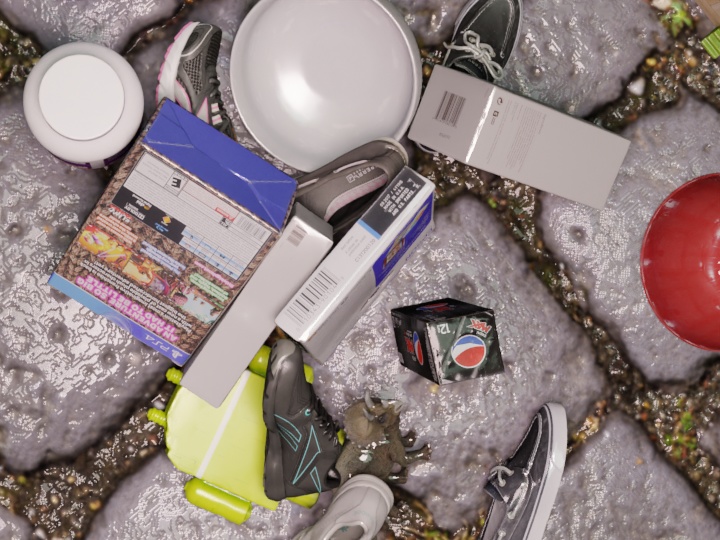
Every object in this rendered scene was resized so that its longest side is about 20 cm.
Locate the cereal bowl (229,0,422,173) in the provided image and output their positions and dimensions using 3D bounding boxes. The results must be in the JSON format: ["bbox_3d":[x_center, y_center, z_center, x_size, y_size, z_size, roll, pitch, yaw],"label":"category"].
[{"bbox_3d":[-0.030,-0.204,1.461,0.199,0.083,0.201,5,113,12],"label":"cereal bowl"}]

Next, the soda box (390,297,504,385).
[{"bbox_3d":[0.084,0.069,1.441,0.070,0.200,0.064,-11,94,-8],"label":"soda box"}]

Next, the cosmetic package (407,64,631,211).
[{"bbox_3d":[0.163,-0.134,1.454,0.199,0.107,0.085,17,99,-36],"label":"cosmetic package"}]

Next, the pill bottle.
[{"bbox_3d":[-0.265,-0.158,1.383,0.112,0.200,0.113,0,91,-9],"label":"pill bottle"}]

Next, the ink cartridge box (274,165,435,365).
[{"bbox_3d":[0.000,0.000,1.437,0.043,0.200,0.198,39,84,9],"label":"ink cartridge box"}]

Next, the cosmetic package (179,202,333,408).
[{"bbox_3d":[-0.100,0.033,1.405,0.051,0.083,0.200,33,100,-10],"label":"cosmetic package"}]

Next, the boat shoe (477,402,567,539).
[{"bbox_3d":[0.165,0.234,1.527,0.067,0.072,0.201,15,96,-10],"label":"boat shoe"}]

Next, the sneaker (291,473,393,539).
[{"bbox_3d":[-0.039,0.298,1.453,0.075,0.089,0.201,29,117,-2],"label":"sneaker"}]

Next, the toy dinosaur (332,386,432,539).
[{"bbox_3d":[0.010,0.206,1.495,0.102,0.077,0.201,13,111,-22],"label":"toy dinosaur"}]

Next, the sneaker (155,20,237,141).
[{"bbox_3d":[-0.160,-0.148,1.455,0.086,0.080,0.201,14,101,11],"label":"sneaker"}]

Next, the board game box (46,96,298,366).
[{"bbox_3d":[-0.182,-0.036,1.398,0.159,0.097,0.200,33,122,-11],"label":"board game box"}]

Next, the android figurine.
[{"bbox_3d":[-0.121,0.168,1.491,0.199,0.041,0.183,24,88,-11],"label":"android figurine"}]

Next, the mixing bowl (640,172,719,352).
[{"bbox_3d":[0.413,-0.009,1.539,0.199,0.108,0.201,0,90,-9],"label":"mixing bowl"}]

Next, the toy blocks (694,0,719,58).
[{"bbox_3d":[0.420,-0.284,1.520,0.100,0.137,0.200,-42,96,-6],"label":"toy blocks"}]

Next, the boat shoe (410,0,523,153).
[{"bbox_3d":[0.116,-0.216,1.508,0.073,0.068,0.200,34,86,-8],"label":"boat shoe"}]

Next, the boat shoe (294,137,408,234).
[{"bbox_3d":[-0.039,-0.068,1.445,0.200,0.057,0.067,-32,105,26],"label":"boat shoe"}]

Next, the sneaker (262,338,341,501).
[{"bbox_3d":[-0.057,0.146,1.413,0.079,0.076,0.201,3,131,2],"label":"sneaker"}]
